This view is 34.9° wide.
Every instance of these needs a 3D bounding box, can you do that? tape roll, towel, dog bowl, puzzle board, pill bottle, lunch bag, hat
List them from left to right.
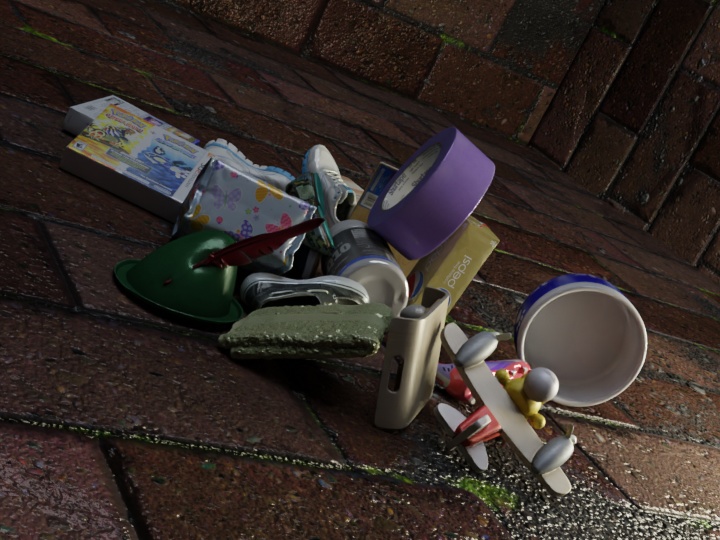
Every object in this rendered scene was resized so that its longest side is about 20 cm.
[{"bbox_3d":[-0.190,-0.043,1.458,0.200,0.176,0.166,16,18,-28],"label":"hat"},{"bbox_3d":[-0.174,-0.070,1.643,0.170,0.127,0.200,25,-16,-10],"label":"lunch bag"},{"bbox_3d":[-0.065,0.074,1.430,0.200,0.037,0.148,0,15,11],"label":"towel"},{"bbox_3d":[0.000,0.000,1.753,0.114,0.114,0.200,22,17,-19],"label":"pill bottle"},{"bbox_3d":[0.054,-0.071,1.901,0.151,0.200,0.017,23,27,-14],"label":"puzzle board"},{"bbox_3d":[0.107,-0.118,1.752,0.085,0.200,0.200,40,13,-14],"label":"tape roll"},{"bbox_3d":[0.344,0.108,1.809,0.200,0.200,0.079,25,15,-8],"label":"dog bowl"}]

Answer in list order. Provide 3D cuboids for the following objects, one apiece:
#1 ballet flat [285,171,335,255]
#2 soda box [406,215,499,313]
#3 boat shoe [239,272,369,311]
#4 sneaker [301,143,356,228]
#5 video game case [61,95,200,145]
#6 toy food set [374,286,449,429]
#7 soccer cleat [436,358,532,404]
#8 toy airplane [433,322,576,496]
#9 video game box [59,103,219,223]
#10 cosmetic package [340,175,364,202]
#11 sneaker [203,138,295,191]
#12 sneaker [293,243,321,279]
[{"bbox_3d":[-0.082,-0.079,1.754,0.074,0.074,0.200,21,28,-20],"label":"ballet flat"},{"bbox_3d":[0.125,0.008,1.763,0.064,0.200,0.068,27,15,-27],"label":"soda box"},{"bbox_3d":[-0.071,0.052,1.591,0.200,0.072,0.071,4,34,-30],"label":"boat shoe"},{"bbox_3d":[-0.042,-0.135,1.971,0.075,0.087,0.200,5,63,-39],"label":"sneaker"},{"bbox_3d":[-0.390,-0.232,1.970,0.181,0.045,0.200,27,17,2],"label":"video game case"},{"bbox_3d":[0.061,0.108,1.477,0.060,0.144,0.200,12,14,14],"label":"toy food set"},{"bbox_3d":[0.183,0.152,1.672,0.076,0.067,0.200,32,19,31],"label":"soccer cleat"},{"bbox_3d":[0.189,0.173,1.470,0.200,0.141,0.199,34,31,-28],"label":"toy airplane"},{"bbox_3d":[-0.340,-0.170,1.791,0.200,0.047,0.182,26,29,-4],"label":"video game box"},{"bbox_3d":[-0.017,-0.096,2.066,0.103,0.087,0.200,11,23,-47],"label":"cosmetic package"},{"bbox_3d":[-0.197,-0.150,1.985,0.200,0.075,0.087,26,30,3],"label":"sneaker"},{"bbox_3d":[-0.116,-0.050,1.809,0.108,0.070,0.200,16,24,-9],"label":"sneaker"}]
